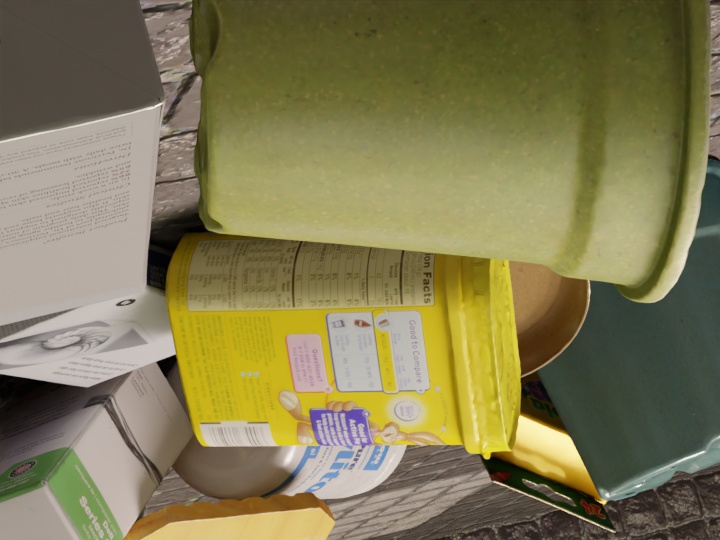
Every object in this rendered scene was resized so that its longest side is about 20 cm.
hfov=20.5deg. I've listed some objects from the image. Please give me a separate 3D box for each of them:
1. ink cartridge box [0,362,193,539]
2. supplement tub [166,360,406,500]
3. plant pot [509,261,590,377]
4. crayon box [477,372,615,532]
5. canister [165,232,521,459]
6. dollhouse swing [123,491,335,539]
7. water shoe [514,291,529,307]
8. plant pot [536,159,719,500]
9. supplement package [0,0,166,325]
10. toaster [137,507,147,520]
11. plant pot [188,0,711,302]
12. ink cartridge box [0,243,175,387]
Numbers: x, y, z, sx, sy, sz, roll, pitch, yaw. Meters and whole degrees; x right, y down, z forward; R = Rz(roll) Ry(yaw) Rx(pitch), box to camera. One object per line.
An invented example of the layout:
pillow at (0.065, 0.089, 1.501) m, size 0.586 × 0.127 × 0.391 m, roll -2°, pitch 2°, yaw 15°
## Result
ink cartridge box at (-0.225, 0.153, 1.441) m, size 0.146 × 0.084 × 0.200 m, roll -21°, pitch -163°, yaw 25°
supplement tub at (-0.058, 0.118, 1.584) m, size 0.132 × 0.132 × 0.200 m, roll -22°, pitch 165°, yaw 25°
plant pot at (0.047, 0.003, 1.273) m, size 0.200 × 0.027 × 0.200 m, roll 4°, pitch 137°, yaw 4°
crayon box at (0.137, 0.103, 1.538) m, size 0.127 × 0.200 × 0.051 m, roll 24°, pitch 117°, yaw -28°
canister at (-0.009, 0.041, 1.226) m, size 0.200 × 0.149 × 0.087 m, roll -1°, pitch -149°, yaw 12°
dollhouse swing at (-0.144, 0.202, 1.528) m, size 0.200 × 0.182 × 0.176 m, roll -2°, pitch 121°, yaw -31°
water shoe at (0.084, -0.008, 1.321) m, size 0.200 × 0.079 × 0.072 m, roll -21°, pitch 155°, yaw 0°
plant pot at (0.207, 0.051, 1.442) m, size 0.200 × 0.196 × 0.200 m, roll -20°, pitch 168°, yaw -4°
supplement package at (-0.159, -0.071, 0.663) m, size 0.152 × 0.151 × 0.200 m, roll -14°, pitch 166°, yaw -11°
toaster at (-0.270, 0.183, 1.651) m, size 0.200 × 0.114 × 0.129 m, roll -9°, pitch 162°, yaw -12°
plant pot at (0.024, -0.083, 0.799) m, size 0.184 × 0.200 × 0.200 m, roll -3°, pitch 165°, yaw -6°
ink cartridge box at (-0.193, 0.040, 1.308) m, size 0.200 × 0.041 × 0.200 m, roll -20°, pitch 166°, yaw 18°
